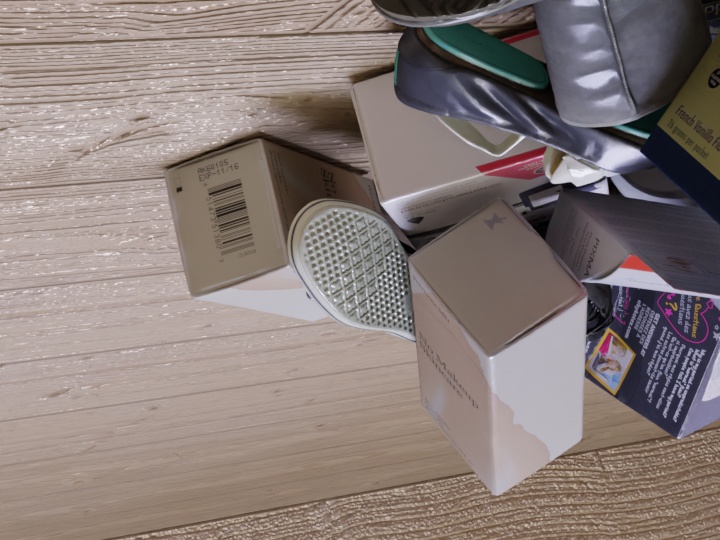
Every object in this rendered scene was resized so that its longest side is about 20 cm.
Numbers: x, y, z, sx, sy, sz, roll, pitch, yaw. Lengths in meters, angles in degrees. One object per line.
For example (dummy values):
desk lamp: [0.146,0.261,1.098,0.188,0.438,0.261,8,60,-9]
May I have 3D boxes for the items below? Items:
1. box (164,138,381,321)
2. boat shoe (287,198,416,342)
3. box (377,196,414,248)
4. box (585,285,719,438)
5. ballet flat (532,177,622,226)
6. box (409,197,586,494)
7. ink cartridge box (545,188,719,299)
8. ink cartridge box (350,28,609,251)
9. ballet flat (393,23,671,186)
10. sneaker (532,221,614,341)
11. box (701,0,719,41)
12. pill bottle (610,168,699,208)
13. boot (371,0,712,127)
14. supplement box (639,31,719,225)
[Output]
box: [-0.052,-0.025,1.570,0.077,0.096,0.200,-18,169,20]
boat shoe: [0.000,0.000,1.489,0.062,0.075,0.200,23,178,32]
box: [0.090,-0.009,1.727,0.199,0.144,0.037,-5,125,-40]
box: [0.274,0.027,1.742,0.199,0.114,0.133,-18,134,-52]
ballet flat: [0.173,-0.079,1.701,0.199,0.075,0.074,-11,168,-27]
box: [0.091,0.053,1.474,0.077,0.095,0.200,-32,151,-14]
ink cartridge box: [0.223,0.007,1.413,0.161,0.057,0.200,8,-159,-18]
ink cartridge box: [0.084,-0.082,1.488,0.144,0.085,0.200,-16,169,6]
ballet flat: [0.108,-0.093,1.346,0.199,0.074,0.073,20,158,-14]
sneaker: [0.149,0.007,1.595,0.075,0.091,0.200,-16,178,14]
box: [0.259,-0.155,1.372,0.198,0.049,0.161,-15,156,1]
pill bottle: [0.230,-0.087,1.573,0.113,0.115,0.200,-18,168,14]
boot: [0.102,-0.138,1.215,0.180,0.073,0.200,-16,160,3]
supplement box: [0.307,-0.084,1.258,0.199,0.134,0.200,25,105,-34]
